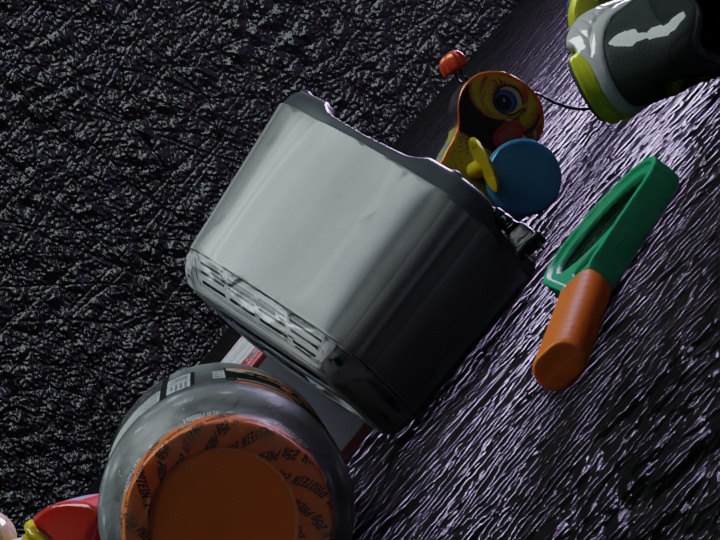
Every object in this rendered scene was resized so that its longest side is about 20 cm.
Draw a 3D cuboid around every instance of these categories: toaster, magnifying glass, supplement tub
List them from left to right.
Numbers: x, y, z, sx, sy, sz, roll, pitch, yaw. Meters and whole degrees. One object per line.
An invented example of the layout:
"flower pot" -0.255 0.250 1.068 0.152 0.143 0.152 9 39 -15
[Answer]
"supplement tub" -0.067 0.112 1.105 0.123 0.122 0.200 -49 5 -1
"toaster" 0.000 0.000 1.226 0.129 0.200 0.114 -53 -39 -7
"magnifying glass" 0.106 0.002 1.017 0.080 0.022 0.200 -47 3 26

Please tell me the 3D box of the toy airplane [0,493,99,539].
"toy airplane" -0.248 0.240 1.631 0.199 0.141 0.200 -36 -19 -12

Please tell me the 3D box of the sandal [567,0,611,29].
"sandal" 0.206 -0.227 1.594 0.200 0.079 0.087 -49 1 -12

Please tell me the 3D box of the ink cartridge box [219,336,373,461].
"ink cartridge box" -0.062 0.099 1.396 0.144 0.084 0.200 -50 6 -4

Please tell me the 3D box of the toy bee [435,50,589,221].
"toy bee" 0.076 -0.077 1.397 0.200 0.109 0.131 -52 3 -29

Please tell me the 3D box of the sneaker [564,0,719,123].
"sneaker" 0.187 -0.138 1.177 0.084 0.075 0.200 -11 26 41
